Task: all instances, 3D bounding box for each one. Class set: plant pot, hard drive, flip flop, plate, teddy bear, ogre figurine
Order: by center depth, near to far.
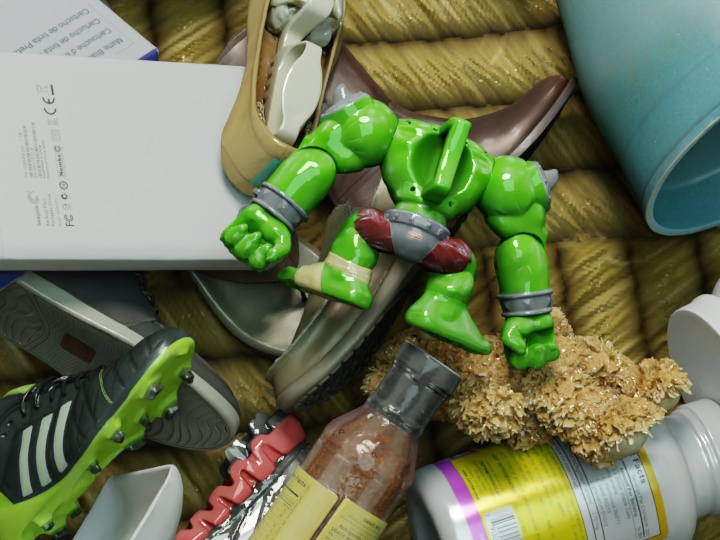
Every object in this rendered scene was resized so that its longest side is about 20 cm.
[{"bbox_3d":[-0.163,0.206,1.147,0.032,0.200,0.200,33,74,-10],"label":"plate"},{"bbox_3d":[0.034,-0.027,1.167,0.200,0.098,0.120,20,85,11],"label":"ogre figurine"},{"bbox_3d":[-0.149,-0.064,1.204,0.200,0.027,0.132,0,69,-31],"label":"hard drive"},{"bbox_3d":[0.101,0.063,1.228,0.145,0.200,0.067,-31,127,-35],"label":"teddy bear"},{"bbox_3d":[-0.078,-0.024,1.280,0.081,0.058,0.200,-37,87,-14],"label":"flip flop"},{"bbox_3d":[0.218,-0.156,1.295,0.200,0.200,0.188,-27,68,-13],"label":"plant pot"}]

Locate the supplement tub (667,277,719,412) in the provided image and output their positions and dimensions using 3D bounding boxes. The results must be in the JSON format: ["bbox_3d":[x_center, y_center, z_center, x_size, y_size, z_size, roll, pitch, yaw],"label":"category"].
[{"bbox_3d":[0.312,0.041,1.278,0.200,0.145,0.146,-24,82,-12],"label":"supplement tub"}]

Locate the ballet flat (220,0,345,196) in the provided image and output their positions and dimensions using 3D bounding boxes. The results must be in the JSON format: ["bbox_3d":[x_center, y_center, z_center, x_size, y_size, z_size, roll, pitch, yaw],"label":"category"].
[{"bbox_3d":[-0.037,-0.137,1.250,0.069,0.063,0.200,22,59,-23],"label":"ballet flat"}]

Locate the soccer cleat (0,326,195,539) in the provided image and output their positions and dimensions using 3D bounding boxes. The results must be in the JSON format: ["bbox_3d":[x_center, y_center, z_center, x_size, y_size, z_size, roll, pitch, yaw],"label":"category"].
[{"bbox_3d":[-0.172,0.089,1.190,0.081,0.200,0.068,51,32,12],"label":"soccer cleat"}]

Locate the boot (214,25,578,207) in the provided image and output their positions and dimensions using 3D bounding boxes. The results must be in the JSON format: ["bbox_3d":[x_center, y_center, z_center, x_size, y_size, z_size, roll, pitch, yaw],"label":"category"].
[{"bbox_3d":[0.017,-0.122,1.320,0.200,0.064,0.186,44,74,8],"label":"boot"}]

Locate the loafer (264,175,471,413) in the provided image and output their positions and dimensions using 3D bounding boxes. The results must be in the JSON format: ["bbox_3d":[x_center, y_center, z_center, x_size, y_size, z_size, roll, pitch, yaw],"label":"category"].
[{"bbox_3d":[0.000,0.000,1.243,0.067,0.076,0.200,35,74,10],"label":"loafer"}]

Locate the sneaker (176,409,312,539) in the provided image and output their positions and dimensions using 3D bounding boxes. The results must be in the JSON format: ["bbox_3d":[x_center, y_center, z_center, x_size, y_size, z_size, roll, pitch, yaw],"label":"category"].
[{"bbox_3d":[-0.079,0.184,1.227,0.098,0.071,0.200,38,74,4],"label":"sneaker"}]

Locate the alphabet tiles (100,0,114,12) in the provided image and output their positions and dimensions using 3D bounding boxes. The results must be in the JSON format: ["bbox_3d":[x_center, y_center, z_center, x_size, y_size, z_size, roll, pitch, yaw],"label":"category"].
[{"bbox_3d":[-0.248,-0.125,1.306,0.200,0.006,0.167,-34,84,-14],"label":"alphabet tiles"}]

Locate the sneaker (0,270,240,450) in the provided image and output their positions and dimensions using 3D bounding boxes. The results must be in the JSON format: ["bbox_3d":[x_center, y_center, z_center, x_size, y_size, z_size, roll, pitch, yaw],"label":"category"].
[{"bbox_3d":[-0.145,0.021,1.244,0.200,0.075,0.106,36,45,-7],"label":"sneaker"}]

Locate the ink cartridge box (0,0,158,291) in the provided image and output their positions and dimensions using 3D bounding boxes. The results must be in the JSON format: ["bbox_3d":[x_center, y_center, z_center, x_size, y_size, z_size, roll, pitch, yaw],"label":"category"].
[{"bbox_3d":[-0.223,-0.108,1.232,0.200,0.041,0.200,40,52,11],"label":"ink cartridge box"}]

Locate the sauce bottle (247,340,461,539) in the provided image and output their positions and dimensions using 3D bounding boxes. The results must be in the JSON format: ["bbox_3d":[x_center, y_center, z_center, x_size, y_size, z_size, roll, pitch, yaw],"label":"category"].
[{"bbox_3d":[-0.012,0.134,1.171,0.066,0.066,0.200,36,88,1],"label":"sauce bottle"}]

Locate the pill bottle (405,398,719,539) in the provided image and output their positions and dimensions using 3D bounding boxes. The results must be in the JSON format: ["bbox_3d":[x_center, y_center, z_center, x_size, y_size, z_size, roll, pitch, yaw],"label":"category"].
[{"bbox_3d":[0.136,0.144,1.251,0.200,0.104,0.104,-17,80,-12],"label":"pill bottle"}]
